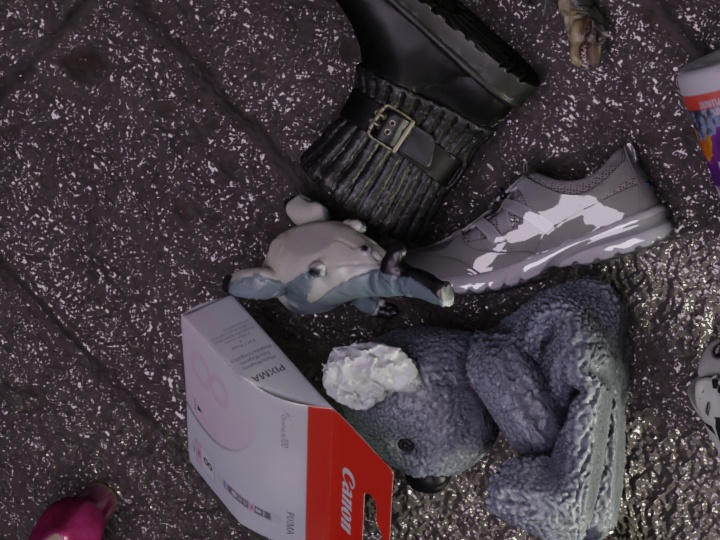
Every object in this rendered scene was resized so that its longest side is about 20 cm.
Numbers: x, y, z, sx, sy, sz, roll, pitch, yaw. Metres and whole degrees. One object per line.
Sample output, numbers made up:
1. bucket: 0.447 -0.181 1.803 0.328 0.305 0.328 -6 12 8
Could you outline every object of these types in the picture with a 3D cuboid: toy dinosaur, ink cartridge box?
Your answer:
1. toy dinosaur: 0.110 -0.230 1.680 0.088 0.047 0.200 -14 100 4
2. ink cartridge box: -0.055 0.136 1.733 0.200 0.057 0.163 51 152 37

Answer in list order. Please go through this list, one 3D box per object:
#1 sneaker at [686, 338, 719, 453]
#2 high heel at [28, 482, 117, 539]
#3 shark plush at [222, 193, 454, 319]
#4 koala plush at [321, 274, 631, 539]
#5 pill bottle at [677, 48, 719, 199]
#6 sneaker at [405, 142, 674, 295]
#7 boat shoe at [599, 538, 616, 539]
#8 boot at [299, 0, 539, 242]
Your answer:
1. sneaker: 0.265 0.082 1.647 0.074 0.200 0.089 -41 86 -19
2. high heel: -0.246 0.255 1.877 0.067 0.096 0.200 35 110 5
3. shark plush: 0.000 0.000 1.717 0.200 0.091 0.083 -7 132 43
4. koala plush: 0.079 0.088 1.712 0.200 0.177 0.184 5 85 15
5. pill bottle: 0.293 -0.057 1.636 0.111 0.111 0.200 -19 98 19
6. sneaker: 0.115 -0.032 1.725 0.200 0.075 0.082 -16 86 12
7. boat shoe: 0.132 0.274 1.686 0.075 0.068 0.200 23 87 17
8. boot: 0.002 -0.135 1.716 0.211 0.079 0.158 43 111 1
